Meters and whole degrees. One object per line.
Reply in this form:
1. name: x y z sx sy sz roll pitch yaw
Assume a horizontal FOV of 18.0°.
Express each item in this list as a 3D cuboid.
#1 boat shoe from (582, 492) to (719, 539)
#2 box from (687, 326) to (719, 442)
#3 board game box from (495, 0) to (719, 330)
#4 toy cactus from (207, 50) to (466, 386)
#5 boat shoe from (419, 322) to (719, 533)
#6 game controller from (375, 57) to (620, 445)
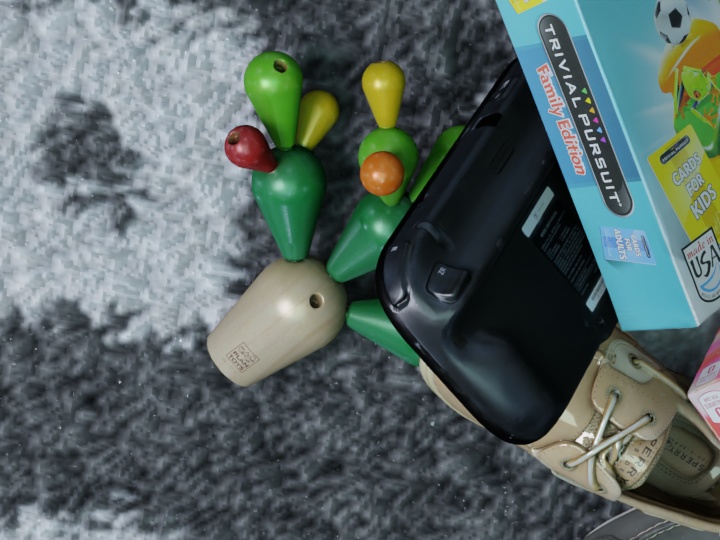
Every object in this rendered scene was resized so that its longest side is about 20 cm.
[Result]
1. boat shoe: 0.098 0.178 1.088 0.200 0.057 0.067 -33 103 9
2. box: 0.259 0.035 0.987 0.200 0.095 0.103 -27 106 37
3. board game box: 0.137 -0.098 0.967 0.151 0.047 0.200 -35 109 -37
4. toy cactus: 0.000 0.000 1.027 0.165 0.102 0.200 -40 113 21
5. boat shoe: 0.112 0.065 1.008 0.200 0.065 0.071 23 108 -37
6. game controller: 0.075 -0.015 0.970 0.042 0.200 0.104 -20 113 38
